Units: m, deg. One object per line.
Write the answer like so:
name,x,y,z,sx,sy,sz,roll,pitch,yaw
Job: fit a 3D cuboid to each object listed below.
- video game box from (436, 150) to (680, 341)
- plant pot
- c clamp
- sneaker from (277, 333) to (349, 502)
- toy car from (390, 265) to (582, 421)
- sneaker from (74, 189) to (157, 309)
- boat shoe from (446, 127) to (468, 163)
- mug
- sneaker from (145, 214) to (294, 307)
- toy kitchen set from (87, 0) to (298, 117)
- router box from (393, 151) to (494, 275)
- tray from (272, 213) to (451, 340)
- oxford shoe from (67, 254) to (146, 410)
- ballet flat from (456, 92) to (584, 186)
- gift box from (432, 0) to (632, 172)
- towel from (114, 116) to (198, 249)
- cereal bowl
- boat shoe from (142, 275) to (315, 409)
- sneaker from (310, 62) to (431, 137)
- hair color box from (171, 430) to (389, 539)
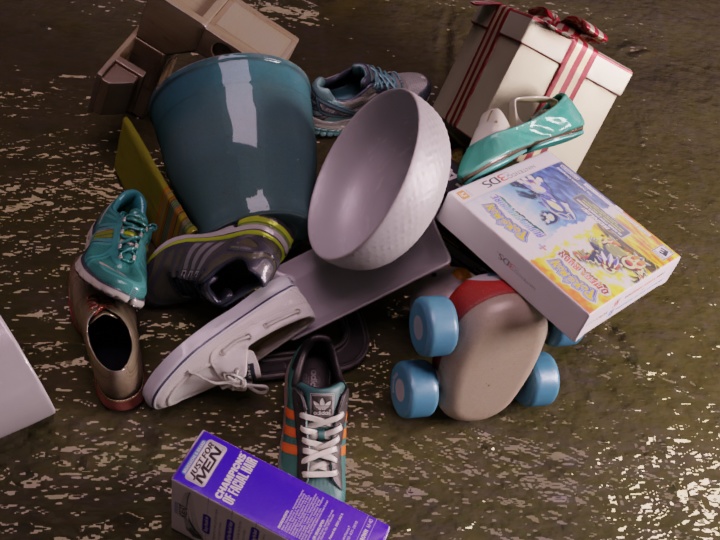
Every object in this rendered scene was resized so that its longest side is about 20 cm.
video game box,0.211,-0.035,1.019,0.181,0.047,0.200,-26,59,-38
plant pot,-0.138,-0.119,1.134,0.198,0.200,0.190,-7,70,-16
c clamp,-0.072,0.049,1.114,0.198,0.027,0.172,-10,60,-20
sneaker,-0.048,0.160,0.988,0.071,0.080,0.202,1,58,-12
toy car,0.114,0.044,1.071,0.182,0.178,0.201,-3,40,-20
sneaker,-0.262,-0.028,1.049,0.077,0.080,0.200,29,18,-29
boat shoe,0.118,-0.131,1.261,0.072,0.068,0.200,-27,62,-28
mug,-0.406,0.117,0.944,0.153,0.186,0.150,-33,97,-21
sneaker,-0.168,0.003,1.042,0.199,0.074,0.081,-20,33,28
toy kitchen set,-0.218,-0.230,1.204,0.180,0.200,0.164,32,50,-6
router box,0.117,-0.045,1.142,0.199,0.150,0.051,37,55,17
tray,0.000,0.000,1.080,0.199,0.022,0.108,-26,50,7
oxford shoe,-0.273,0.049,1.038,0.070,0.075,0.201,-17,57,-20
ballet flat,0.173,-0.158,1.100,0.199,0.067,0.071,-25,89,-31
gift box,0.209,-0.243,1.222,0.199,0.188,0.185,21,14,-28
towel,-0.244,-0.086,1.143,0.018,0.086,0.201,-12,54,-35
cereal bowl,0.030,-0.088,1.036,0.083,0.200,0.202,26,45,-29
boat shoe,-0.130,0.097,1.020,0.201,0.075,0.086,-36,71,-18
sneaker,0.016,-0.243,1.316,0.198,0.087,0.078,-19,59,-24
hair color box,-0.079,0.241,0.905,0.199,0.110,0.065,24,51,7
